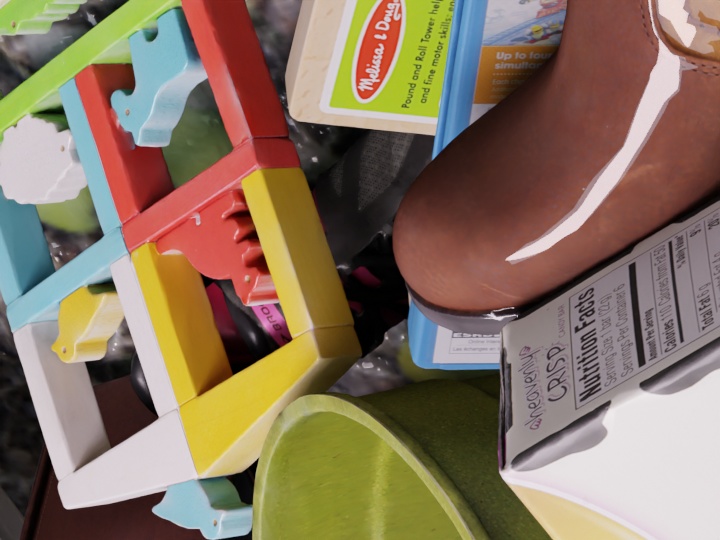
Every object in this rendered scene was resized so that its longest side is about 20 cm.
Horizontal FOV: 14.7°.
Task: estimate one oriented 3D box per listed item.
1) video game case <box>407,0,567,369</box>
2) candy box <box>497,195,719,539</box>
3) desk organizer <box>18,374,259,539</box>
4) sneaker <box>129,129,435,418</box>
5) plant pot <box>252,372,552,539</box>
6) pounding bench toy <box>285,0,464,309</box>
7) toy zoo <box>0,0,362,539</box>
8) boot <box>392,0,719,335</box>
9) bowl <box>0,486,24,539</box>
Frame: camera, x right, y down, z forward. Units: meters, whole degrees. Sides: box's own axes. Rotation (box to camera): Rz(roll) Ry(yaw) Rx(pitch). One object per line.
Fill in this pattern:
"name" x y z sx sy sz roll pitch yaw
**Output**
"video game case" 0.091 -0.050 0.659 0.142 0.018 0.201 0 135 -7
"candy box" 0.145 0.025 0.567 0.199 0.061 0.137 -32 113 20
"desk organizer" -0.066 0.110 0.922 0.077 0.200 0.072 -17 119 14
"sneaker" 0.000 0.000 0.885 0.077 0.084 0.200 44 133 -13
"plant pot" 0.098 0.107 0.808 0.200 0.192 0.201 47 145 48
"pounding bench toy" 0.040 -0.104 0.722 0.123 0.157 0.201 4 134 -12
"toy zoo" -0.068 -0.012 0.872 0.131 0.020 0.201 -32 71 41
"boot" 0.037 -0.091 0.550 0.188 0.069 0.200 -31 130 22
"bowl" -0.154 0.121 0.977 0.090 0.201 0.202 -35 112 -1
